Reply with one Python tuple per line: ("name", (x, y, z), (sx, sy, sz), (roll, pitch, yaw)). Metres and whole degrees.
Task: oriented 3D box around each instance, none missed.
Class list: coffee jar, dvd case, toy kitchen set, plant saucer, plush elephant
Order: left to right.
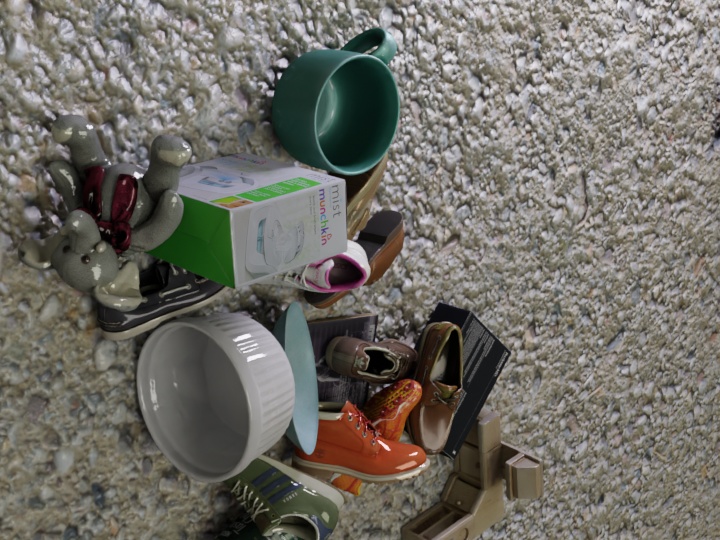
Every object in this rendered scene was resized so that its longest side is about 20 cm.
("plush elephant", (-0.284, -0.047, 1.235), (0.156, 0.163, 0.201), (-64, 168, -45))
("coffee jar", (-0.138, 0.372, 1.561), (0.200, 0.104, 0.086), (-41, 106, -29))
("plant saucer", (-0.093, 0.143, 1.501), (0.201, 0.038, 0.204), (-6, 90, -82))
("dvd case", (-0.056, 0.142, 1.634), (0.199, 0.016, 0.151), (-5, 108, -45))
("toy kitchen set", (0.179, 0.355, 1.837), (0.179, 0.162, 0.202), (-24, 119, -38))

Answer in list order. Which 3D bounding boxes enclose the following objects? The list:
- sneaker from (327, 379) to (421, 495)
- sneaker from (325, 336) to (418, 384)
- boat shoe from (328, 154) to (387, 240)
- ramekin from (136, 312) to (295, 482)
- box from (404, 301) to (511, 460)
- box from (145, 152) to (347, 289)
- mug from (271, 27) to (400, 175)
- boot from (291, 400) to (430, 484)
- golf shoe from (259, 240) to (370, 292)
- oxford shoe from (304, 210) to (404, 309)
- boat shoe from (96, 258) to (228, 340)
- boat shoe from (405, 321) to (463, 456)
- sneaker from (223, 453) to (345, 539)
("sneaker", (0.028, 0.244, 1.685), (0.077, 0.073, 0.201), (33, 103, -24))
("sneaker", (0.034, 0.140, 1.659), (0.199, 0.075, 0.071), (9, 97, -49))
("boat shoe", (-0.022, -0.085, 1.562), (0.201, 0.071, 0.064), (-55, 139, -3))
("ramekin", (-0.172, 0.148, 1.395), (0.105, 0.198, 0.203), (-18, 116, -50))
("box", (0.137, 0.175, 1.796), (0.141, 0.078, 0.201), (42, 73, -40))
("box", (-0.142, -0.063, 1.347), (0.175, 0.199, 0.098), (-19, 116, -39))
("mug", (-0.030, -0.215, 1.473), (0.184, 0.114, 0.154), (-34, 125, -34))
("boot", (0.004, 0.241, 1.606), (0.197, 0.075, 0.109), (6, 100, -1))
("golf shoe", (-0.080, -0.010, 1.464), (0.197, 0.092, 0.076), (1, 104, -13))
("oxford shoe", (0.000, 0.000, 1.608), (0.200, 0.071, 0.072), (-41, 134, -30))
("boat shoe", (-0.231, 0.015, 1.376), (0.199, 0.072, 0.063), (-29, 124, -30))
("boat shoe", (0.113, 0.177, 1.682), (0.071, 0.068, 0.203), (5, 87, -21))
("sneaker", (-0.122, 0.303, 1.499), (0.067, 0.198, 0.091), (120, -8, -53))
